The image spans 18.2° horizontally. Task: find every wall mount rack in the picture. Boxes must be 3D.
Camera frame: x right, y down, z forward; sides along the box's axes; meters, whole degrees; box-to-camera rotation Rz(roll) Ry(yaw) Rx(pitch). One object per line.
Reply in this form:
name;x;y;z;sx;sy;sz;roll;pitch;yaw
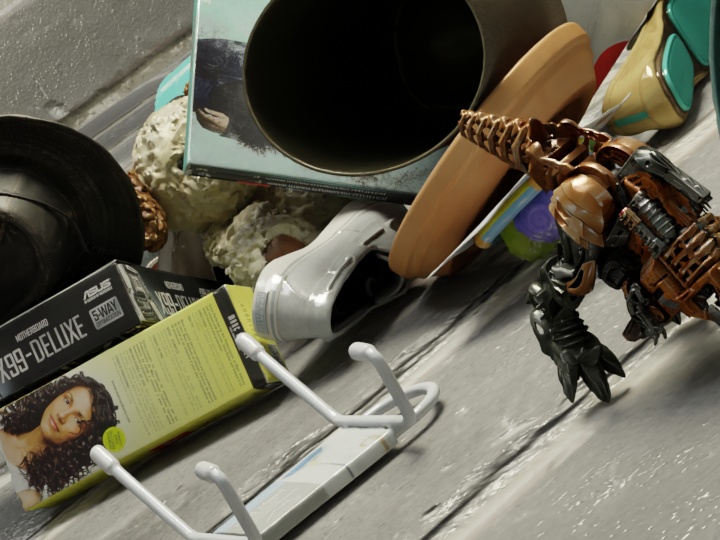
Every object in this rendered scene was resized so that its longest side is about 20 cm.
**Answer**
wall mount rack;-0.059;0.097;1.266;0.199;0.075;0.173;-37;13;-24

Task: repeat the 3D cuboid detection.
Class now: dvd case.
dvd case;-0.023;-0.121;1.582;0.022;0.198;0.147;121;155;-60

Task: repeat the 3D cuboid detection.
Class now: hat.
hat;-0.243;-0.010;1.552;0.200;0.201;0.081;-25;33;28

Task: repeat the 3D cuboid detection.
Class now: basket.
basket;0.046;-0.146;1.488;0.179;0.137;0.200;-13;4;31

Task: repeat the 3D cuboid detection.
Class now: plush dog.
plush dog;-0.085;-0.064;1.646;0.201;0.171;0.161;-60;1;-25

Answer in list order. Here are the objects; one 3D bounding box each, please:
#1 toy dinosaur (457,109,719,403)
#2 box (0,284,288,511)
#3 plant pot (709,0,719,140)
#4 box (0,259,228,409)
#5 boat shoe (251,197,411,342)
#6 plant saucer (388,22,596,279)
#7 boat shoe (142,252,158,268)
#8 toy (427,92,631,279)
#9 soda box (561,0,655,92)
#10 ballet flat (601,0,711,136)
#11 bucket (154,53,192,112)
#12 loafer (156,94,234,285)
toy dinosaur;0.131;-0.022;1.103;0.101;0.136;0.201;-19;52;-13
box;-0.150;0.087;1.511;0.199;0.076;0.050;-29;-12;15
plant pot;0.265;-0.097;1.025;0.133;0.202;0.200;-7;5;-19
box;-0.187;0.058;1.604;0.157;0.050;0.200;-28;-13;16
boat shoe;0.000;0.000;1.527;0.068;0.073;0.200;11;17;25
plant saucer;0.093;-0.071;1.466;0.200;0.037;0.200;-50;-10;-12
boat shoe;-0.207;0.037;1.896;0.062;0.072;0.200;25;41;23
toy;0.122;-0.044;1.416;0.115;0.047;0.200;-48;-3;24
soda box;0.151;-0.168;1.613;0.201;0.068;0.063;-57;9;9
ballet flat;0.209;-0.151;1.586;0.063;0.069;0.200;-25;14;28
bucket;-0.063;-0.124;1.854;0.134;0.208;0.207;-31;11;27
loafer;-0.117;-0.038;1.741;0.071;0.202;0.073;-7;-9;22
